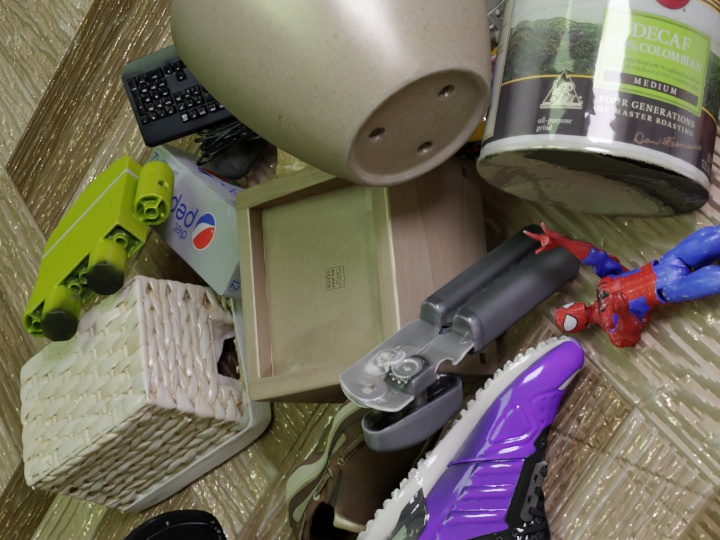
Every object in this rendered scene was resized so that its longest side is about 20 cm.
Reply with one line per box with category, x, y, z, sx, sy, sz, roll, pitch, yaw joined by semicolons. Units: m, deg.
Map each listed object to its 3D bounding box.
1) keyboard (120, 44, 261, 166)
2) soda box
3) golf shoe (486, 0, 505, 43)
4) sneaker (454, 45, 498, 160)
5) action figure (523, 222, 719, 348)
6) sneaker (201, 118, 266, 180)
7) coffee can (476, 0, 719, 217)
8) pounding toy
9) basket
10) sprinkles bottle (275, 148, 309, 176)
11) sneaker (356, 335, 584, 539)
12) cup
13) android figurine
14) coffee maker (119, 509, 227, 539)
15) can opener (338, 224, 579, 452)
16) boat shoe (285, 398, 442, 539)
keyboard;-0.099;-0.155;1.240;0.200;0.040;0.104;-19;101;12
soda box;-0.127;-0.040;1.286;0.200;0.063;0.068;38;105;49
golf shoe;0.107;-0.253;1.108;0.200;0.078;0.097;-56;28;8
sneaker;0.027;-0.122;1.059;0.199;0.078;0.082;-1;85;13
action figure;0.181;-0.006;0.895;0.200;0.099;0.065;-29;53;42
sneaker;-0.080;-0.175;1.284;0.090;0.066;0.200;10;81;53
coffee can;0.160;-0.149;0.934;0.146;0.146;0.201;-2;75;49
pounding toy;0.000;0.000;1.091;0.200;0.142;0.185;-15;74;44
basket;-0.188;0.104;1.253;0.200;0.123;0.136;-34;52;35
sprinkles bottle;-0.038;-0.174;1.187;0.068;0.068;0.201;5;99;50
sneaker;0.094;0.137;0.964;0.099;0.070;0.200;41;88;11
cup;0.002;-0.137;0.917;0.200;0.200;0.143;-48;57;26
android figurine;-0.227;-0.024;1.273;0.182;0.041;0.200;-44;23;20
coffee maker;-0.185;0.306;1.162;0.200;0.135;0.193;-30;55;39
can opener;0.068;0.044;0.966;0.053;0.200;0.067;24;136;39
boat shoe;0.006;0.148;1.031;0.202;0.075;0.075;123;153;-52
